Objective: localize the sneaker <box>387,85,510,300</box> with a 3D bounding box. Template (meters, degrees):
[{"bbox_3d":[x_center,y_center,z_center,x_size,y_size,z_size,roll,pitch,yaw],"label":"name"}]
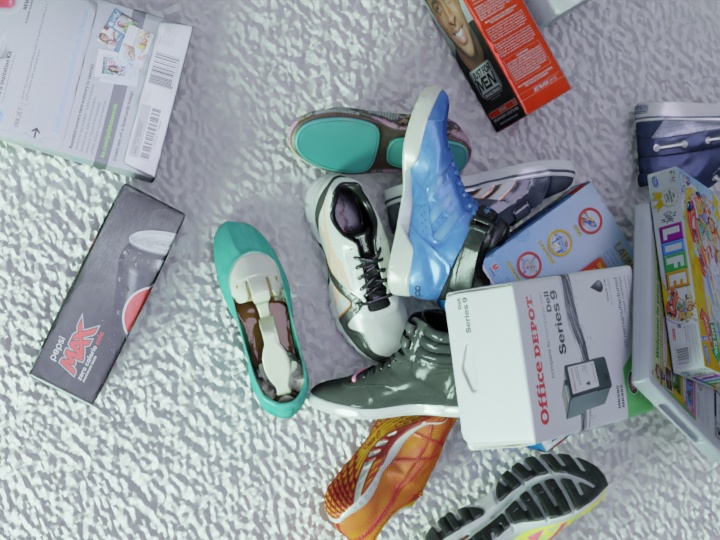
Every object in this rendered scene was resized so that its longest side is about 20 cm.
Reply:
[{"bbox_3d":[0.094,-0.070,1.310,0.109,0.077,0.203,9,92,13],"label":"sneaker"}]

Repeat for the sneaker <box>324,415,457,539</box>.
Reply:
[{"bbox_3d":[0.044,0.185,1.369,0.200,0.073,0.077,-47,124,-13],"label":"sneaker"}]

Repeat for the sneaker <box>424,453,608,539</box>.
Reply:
[{"bbox_3d":[0.158,0.256,1.378,0.198,0.079,0.091,-26,134,-4],"label":"sneaker"}]

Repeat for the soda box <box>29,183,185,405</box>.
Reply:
[{"bbox_3d":[-0.240,0.023,1.307,0.070,0.063,0.202,26,81,-10],"label":"soda box"}]

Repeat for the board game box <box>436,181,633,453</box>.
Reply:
[{"bbox_3d":[0.205,0.047,1.414,0.195,0.056,0.202,-34,94,-14],"label":"board game box"}]

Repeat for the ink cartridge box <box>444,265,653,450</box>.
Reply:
[{"bbox_3d":[0.179,0.080,1.287,0.198,0.083,0.148,-7,88,-47],"label":"ink cartridge box"}]

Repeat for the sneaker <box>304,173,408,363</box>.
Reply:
[{"bbox_3d":[0.000,0.000,1.358,0.073,0.080,0.203,-24,93,-16],"label":"sneaker"}]

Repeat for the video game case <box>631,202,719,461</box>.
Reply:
[{"bbox_3d":[0.319,0.062,1.371,0.182,0.022,0.203,41,46,-41],"label":"video game case"}]

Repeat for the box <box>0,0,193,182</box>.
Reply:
[{"bbox_3d":[-0.276,-0.187,1.326,0.197,0.041,0.158,15,82,-13],"label":"box"}]

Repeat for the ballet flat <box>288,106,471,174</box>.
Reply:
[{"bbox_3d":[0.015,-0.135,1.378,0.197,0.072,0.070,3,124,-21],"label":"ballet flat"}]

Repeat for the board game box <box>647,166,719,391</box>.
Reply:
[{"bbox_3d":[0.341,0.012,1.373,0.134,0.034,0.203,20,61,-52],"label":"board game box"}]

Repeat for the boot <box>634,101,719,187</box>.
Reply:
[{"bbox_3d":[0.388,-0.133,1.471,0.196,0.073,0.092,0,93,-5],"label":"boot"}]

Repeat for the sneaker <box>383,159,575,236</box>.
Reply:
[{"bbox_3d":[0.126,-0.060,1.394,0.197,0.078,0.081,-11,83,-2],"label":"sneaker"}]

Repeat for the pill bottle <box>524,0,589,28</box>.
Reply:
[{"bbox_3d":[0.171,-0.357,1.407,0.113,0.114,0.202,-30,93,-14],"label":"pill bottle"}]

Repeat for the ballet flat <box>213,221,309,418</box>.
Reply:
[{"bbox_3d":[-0.091,0.045,1.337,0.066,0.070,0.203,-16,89,-13],"label":"ballet flat"}]

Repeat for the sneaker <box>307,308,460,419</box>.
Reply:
[{"bbox_3d":[0.038,0.087,1.327,0.197,0.071,0.101,-3,104,21],"label":"sneaker"}]

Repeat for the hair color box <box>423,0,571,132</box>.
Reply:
[{"bbox_3d":[0.127,-0.249,1.396,0.061,0.101,0.202,-30,92,-14],"label":"hair color box"}]
